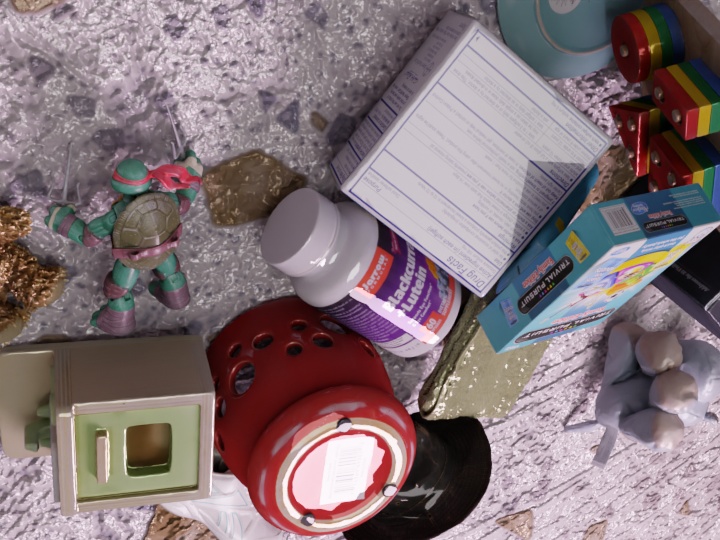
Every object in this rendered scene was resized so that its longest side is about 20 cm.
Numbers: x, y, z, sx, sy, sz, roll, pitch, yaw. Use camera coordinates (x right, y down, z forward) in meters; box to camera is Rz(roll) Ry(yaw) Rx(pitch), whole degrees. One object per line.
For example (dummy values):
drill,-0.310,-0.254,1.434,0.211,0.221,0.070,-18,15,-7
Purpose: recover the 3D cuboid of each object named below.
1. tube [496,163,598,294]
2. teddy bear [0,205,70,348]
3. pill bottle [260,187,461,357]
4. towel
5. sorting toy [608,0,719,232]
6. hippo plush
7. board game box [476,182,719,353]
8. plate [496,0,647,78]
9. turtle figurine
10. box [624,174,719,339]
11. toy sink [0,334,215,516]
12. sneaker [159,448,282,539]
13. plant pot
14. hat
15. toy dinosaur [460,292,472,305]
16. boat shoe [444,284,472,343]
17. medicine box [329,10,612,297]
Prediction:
tube,0.192,-0.055,1.054,0.050,0.200,0.078,36,135,1
teddy bear,-0.349,-0.007,0.907,0.199,0.067,0.145,23,116,-41
pill bottle,0.000,0.000,1.041,0.200,0.111,0.112,32,102,-36
towel,0.149,0.075,1.116,0.148,0.036,0.201,7,116,-42
sorting toy,0.308,-0.160,1.030,0.069,0.199,0.201,-16,135,-3
hippo plush,0.390,0.165,1.300,0.160,0.159,0.201,5,116,-27
board game box,0.225,0.001,0.997,0.150,0.047,0.200,-12,155,-33
plate,0.228,-0.285,1.037,0.199,0.026,0.201,-13,124,-19
turtle figurine,-0.204,-0.042,0.932,0.149,0.101,0.201,-12,129,-19
box,0.413,-0.047,1.158,0.197,0.200,0.124,-45,128,5
toy sink,-0.245,0.150,0.997,0.199,0.112,0.131,-2,119,-16
sneaker,-0.145,0.251,1.148,0.080,0.070,0.200,-46,127,3
plant pot,-0.055,0.155,1.067,0.199,0.183,0.202,-11,122,-17
hat,0.041,0.213,1.147,0.200,0.201,0.081,-39,123,0
toy dinosaur,0.174,-0.012,1.153,0.200,0.060,0.106,-53,125,-16
boat shoe,0.134,0.081,1.185,0.071,0.065,0.200,-40,127,1
medicine box,0.101,-0.112,1.001,0.182,0.103,0.200,36,100,-19
